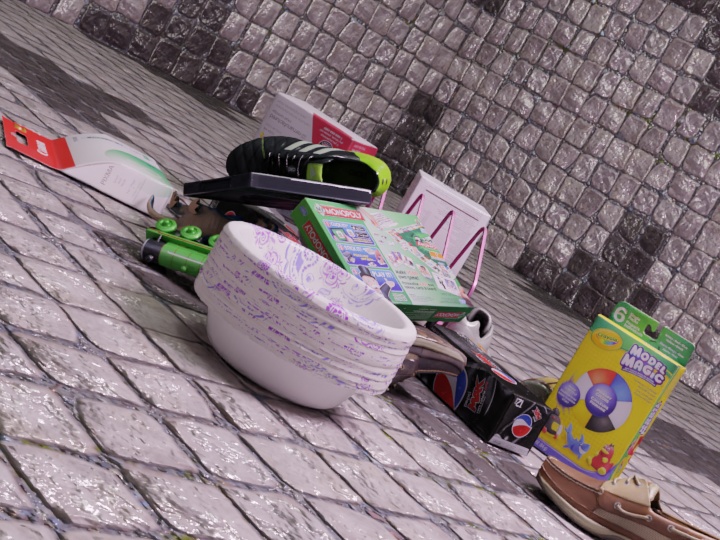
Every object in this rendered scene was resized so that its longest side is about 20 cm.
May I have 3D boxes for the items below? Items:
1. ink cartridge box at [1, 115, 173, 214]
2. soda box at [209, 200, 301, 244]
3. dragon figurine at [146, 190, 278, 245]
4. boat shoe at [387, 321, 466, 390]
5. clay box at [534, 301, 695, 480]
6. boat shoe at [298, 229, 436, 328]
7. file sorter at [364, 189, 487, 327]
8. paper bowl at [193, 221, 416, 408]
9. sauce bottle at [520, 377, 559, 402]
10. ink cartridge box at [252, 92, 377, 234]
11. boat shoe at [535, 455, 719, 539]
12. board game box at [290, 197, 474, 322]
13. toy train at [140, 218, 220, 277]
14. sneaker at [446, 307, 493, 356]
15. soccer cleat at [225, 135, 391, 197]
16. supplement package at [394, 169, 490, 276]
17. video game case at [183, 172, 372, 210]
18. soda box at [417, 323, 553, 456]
[{"bbox_3d":[-0.336,-0.144,1.504,0.199,0.050,0.161,29,7,-25],"label":"ink cartridge box"},{"bbox_3d":[-0.119,-0.031,1.473,0.070,0.064,0.200,24,11,-37],"label":"soda box"},{"bbox_3d":[-0.172,-0.045,1.393,0.099,0.059,0.199,24,-10,-36],"label":"dragon figurine"},{"bbox_3d":[0.021,0.084,1.291,0.199,0.074,0.074,19,9,-29],"label":"boat shoe"},{"bbox_3d":[0.293,0.144,1.440,0.115,0.201,0.047,33,9,28],"label":"clay box"},{"bbox_3d":[0.000,0.000,1.405,0.200,0.075,0.093,39,-14,-17],"label":"boat shoe"},{"bbox_3d":[0.042,-0.026,1.530,0.199,0.126,0.140,27,43,-10],"label":"file sorter"},{"bbox_3d":[-0.057,0.048,1.104,0.200,0.105,0.201,30,7,-4],"label":"paper bowl"},{"bbox_3d":[0.242,0.171,1.594,0.064,0.065,0.200,33,8,21],"label":"sauce bottle"},{"bbox_3d":[-0.091,-0.122,1.702,0.147,0.201,0.085,33,9,23],"label":"ink cartridge box"},{"bbox_3d":[0.271,0.240,1.219,0.199,0.074,0.076,34,8,22],"label":"boat shoe"},{"bbox_3d":[0.027,-0.008,1.300,0.199,0.029,0.135,5,47,-52],"label":"board game box"},{"bbox_3d":[-0.134,-0.004,1.245,0.198,0.042,0.057,16,38,12],"label":"toy train"},{"bbox_3d":[0.151,0.094,1.632,0.075,0.093,0.200,32,8,13],"label":"sneaker"},{"bbox_3d":[-0.064,-0.119,1.427,0.198,0.068,0.081,6,7,7],"label":"soccer cleat"},{"bbox_3d":[0.079,-0.022,1.698,0.113,0.201,0.110,30,8,-4],"label":"supplement package"},{"bbox_3d":[-0.096,-0.085,1.354,0.142,0.019,0.199,6,-3,-28],"label":"video game case"},{"bbox_3d":[0.133,0.133,1.425,0.070,0.064,0.200,24,9,-34],"label":"soda box"}]
